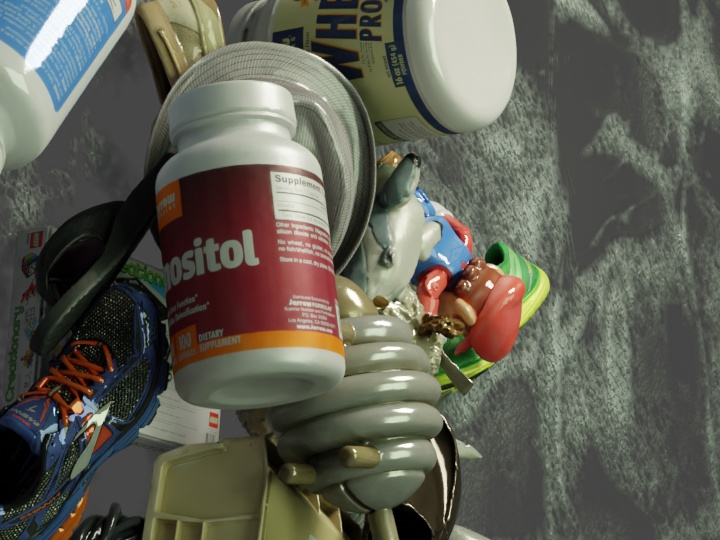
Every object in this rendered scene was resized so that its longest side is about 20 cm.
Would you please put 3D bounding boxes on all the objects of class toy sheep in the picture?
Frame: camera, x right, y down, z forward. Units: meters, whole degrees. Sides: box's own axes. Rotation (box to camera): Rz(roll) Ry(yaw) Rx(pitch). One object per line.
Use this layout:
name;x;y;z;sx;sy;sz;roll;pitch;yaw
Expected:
toy sheep;-0.005;0.100;1.379;0.138;0.138;0.200;9;70;-55

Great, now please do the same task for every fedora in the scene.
fedora;-0.063;-0.065;1.419;0.177;0.090;0.200;16;91;-19

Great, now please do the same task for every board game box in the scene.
board game box;-0.170;0.056;1.402;0.200;0.035;0.126;25;63;-52

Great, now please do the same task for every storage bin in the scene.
storage bin;-0.076;0.247;1.417;0.200;0.094;0.199;51;39;-54

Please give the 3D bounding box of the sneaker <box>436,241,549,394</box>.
sneaker;0.096;0.046;1.791;0.084;0.074;0.200;46;46;-5

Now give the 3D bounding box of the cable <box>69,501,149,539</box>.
cable;-0.177;0.254;1.342;0.200;0.051;0.163;-54;126;-48

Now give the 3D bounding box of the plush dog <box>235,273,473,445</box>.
plush dog;-0.022;0.080;1.545;0.172;0.160;0.200;-37;117;-26

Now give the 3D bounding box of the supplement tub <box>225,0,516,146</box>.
supplement tub;0.007;-0.170;1.559;0.145;0.200;0.145;15;72;-55

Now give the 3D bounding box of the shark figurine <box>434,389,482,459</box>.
shark figurine;0.039;0.177;1.651;0.090;0.128;0.214;59;8;2

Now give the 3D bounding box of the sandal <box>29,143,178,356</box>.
sandal;-0.180;-0.017;1.323;0.048;0.075;0.201;33;46;-2

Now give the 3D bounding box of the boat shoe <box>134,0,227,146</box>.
boat shoe;-0.128;-0.106;1.480;0.064;0.071;0.200;-13;97;-21

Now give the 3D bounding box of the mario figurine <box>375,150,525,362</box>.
mario figurine;0.055;0.003;1.701;0.123;0.106;0.200;-42;95;-13

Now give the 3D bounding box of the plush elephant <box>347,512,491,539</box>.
plush elephant;0.034;0.278;1.563;0.200;0.165;0.155;37;48;-25

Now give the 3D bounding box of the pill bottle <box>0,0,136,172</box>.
pill bottle;-0.233;-0.135;1.273;0.112;0.112;0.200;59;40;-32

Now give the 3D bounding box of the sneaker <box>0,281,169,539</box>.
sneaker;-0.191;0.097;1.266;0.200;0.075;0.078;-63;150;-4

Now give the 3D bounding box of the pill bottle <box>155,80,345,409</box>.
pill bottle;-0.076;-0.017;1.296;0.113;0.113;0.200;17;61;-54

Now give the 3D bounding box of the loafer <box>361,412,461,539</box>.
loafer;0.038;0.184;1.470;0.071;0.073;0.200;95;2;-58

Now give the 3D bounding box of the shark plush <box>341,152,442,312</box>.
shark plush;0.000;0.000;1.514;0.091;0.083;0.200;58;42;-56
